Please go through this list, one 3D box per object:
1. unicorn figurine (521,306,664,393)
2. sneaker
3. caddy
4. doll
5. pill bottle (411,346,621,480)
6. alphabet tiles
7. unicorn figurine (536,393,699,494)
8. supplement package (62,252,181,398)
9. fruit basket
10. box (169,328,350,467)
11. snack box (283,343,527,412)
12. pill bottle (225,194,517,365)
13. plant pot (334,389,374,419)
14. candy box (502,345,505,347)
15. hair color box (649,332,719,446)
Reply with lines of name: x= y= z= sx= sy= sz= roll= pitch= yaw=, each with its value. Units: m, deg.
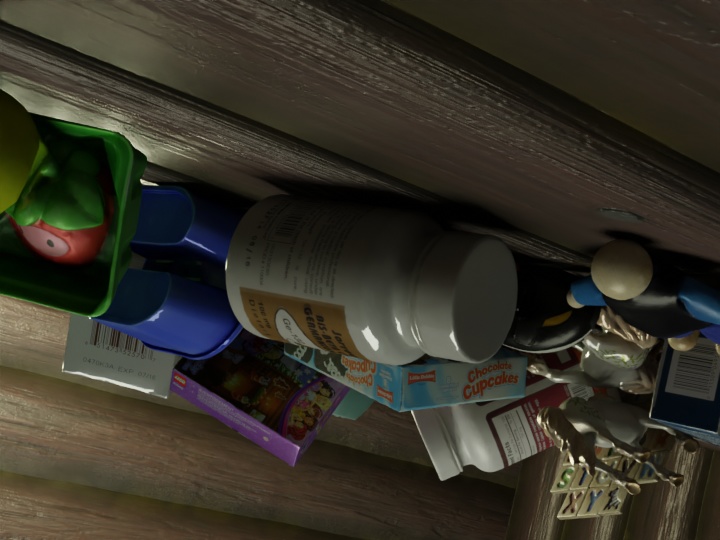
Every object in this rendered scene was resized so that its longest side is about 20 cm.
unicorn figurine: x=0.215 y=0.071 z=1.027 sx=0.137 sy=0.074 sz=0.200 roll=17 pitch=174 yaw=5
sneaker: x=0.094 y=0.020 z=0.939 sx=0.199 sy=0.070 sz=0.090 roll=11 pitch=176 yaw=41
caddy: x=-0.162 y=0.002 z=1.035 sx=0.105 sy=0.142 sz=0.200 roll=24 pitch=169 yaw=-39
doll: x=0.211 y=0.022 z=0.818 sx=0.136 sy=0.049 sz=0.200 roll=8 pitch=171 yaw=34
pill bottle: x=0.157 y=0.137 z=1.188 sx=0.199 sy=0.113 sz=0.113 roll=-23 pitch=171 yaw=0
alphabet tiles: x=0.267 y=0.162 z=1.163 sx=0.006 sy=0.200 sz=0.166 roll=38 pitch=153 yaw=-13
unicorn figurine: x=0.232 y=0.149 z=1.052 sx=0.200 sy=0.074 sz=0.137 roll=29 pitch=-177 yaw=-46
supplement package: x=-0.225 y=0.035 z=1.234 sx=0.116 sy=0.118 sz=0.200 roll=13 pitch=-162 yaw=3
fruit basket: x=-0.263 y=-0.059 z=0.811 sx=0.214 sy=0.156 sz=0.216 roll=11 pitch=-170 yaw=-2
box: x=-0.065 y=0.071 z=1.083 sx=0.136 sy=0.200 sz=0.039 roll=30 pitch=140 yaw=10
snack box: x=0.031 y=0.069 z=0.946 sx=0.116 sy=0.037 sz=0.200 roll=-3 pitch=-169 yaw=-30
pill bottle: x=0.008 y=0.008 z=0.848 sx=0.199 sy=0.115 sz=0.114 roll=9 pitch=171 yaw=36
plant pot: x=-0.047 y=0.098 z=1.464 sx=0.200 sy=0.162 sz=0.201 roll=15 pitch=173 yaw=2
candy box: x=0.050 y=0.040 z=1.238 sx=0.199 sy=0.056 sz=0.115 roll=9 pitch=170 yaw=32
hair color box: x=0.319 y=0.101 z=1.000 sx=0.060 sy=0.101 sz=0.200 roll=10 pitch=171 yaw=35
